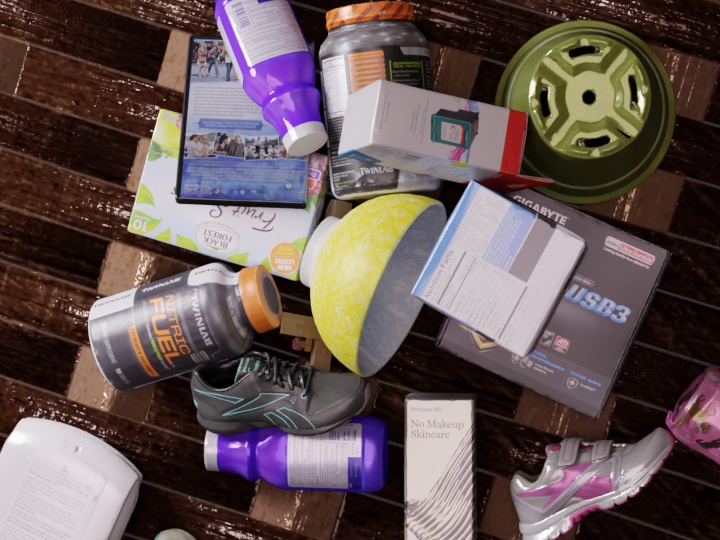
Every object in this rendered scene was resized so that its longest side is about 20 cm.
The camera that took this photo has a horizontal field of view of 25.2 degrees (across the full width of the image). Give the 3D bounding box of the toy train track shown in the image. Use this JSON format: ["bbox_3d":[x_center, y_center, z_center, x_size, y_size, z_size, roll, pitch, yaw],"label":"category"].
[{"bbox_3d":[-0.040,0.023,1.778,0.114,0.032,0.202,11,84,-32],"label":"toy train track"}]

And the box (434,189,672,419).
[{"bbox_3d":[0.208,0.031,1.750,0.199,0.050,0.200,25,95,5],"label":"box"}]

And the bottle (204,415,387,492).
[{"bbox_3d":[-0.070,0.199,1.766,0.198,0.065,0.084,0,90,7],"label":"bottle"}]

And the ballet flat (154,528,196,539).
[{"bbox_3d":[-0.161,0.370,1.789,0.200,0.062,0.068,42,95,4],"label":"ballet flat"}]

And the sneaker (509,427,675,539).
[{"bbox_3d":[0.242,0.216,1.728,0.199,0.081,0.089,-31,85,10],"label":"sneaker"}]

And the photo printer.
[{"bbox_3d":[-0.346,0.275,1.805,0.165,0.069,0.201,24,93,6],"label":"photo printer"}]

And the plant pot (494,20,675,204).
[{"bbox_3d":[0.236,-0.171,1.672,0.198,0.190,0.202,0,92,6],"label":"plant pot"}]

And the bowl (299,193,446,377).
[{"bbox_3d":[0.000,0.000,1.707,0.107,0.200,0.202,24,93,17],"label":"bowl"}]

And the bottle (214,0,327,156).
[{"bbox_3d":[-0.091,-0.219,1.730,0.083,0.065,0.201,-18,69,-15],"label":"bottle"}]

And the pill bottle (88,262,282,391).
[{"bbox_3d":[-0.187,0.055,1.754,0.198,0.106,0.107,-18,89,14],"label":"pill bottle"}]

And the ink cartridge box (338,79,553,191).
[{"bbox_3d":[0.090,-0.132,1.626,0.198,0.116,0.068,11,85,-17],"label":"ink cartridge box"}]

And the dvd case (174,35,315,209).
[{"bbox_3d":[-0.124,-0.163,1.754,0.141,0.018,0.202,2,69,1],"label":"dvd case"}]

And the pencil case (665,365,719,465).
[{"bbox_3d":[0.422,0.188,1.711,0.199,0.087,0.083,36,127,5],"label":"pencil case"}]

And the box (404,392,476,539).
[{"bbox_3d":[0.088,0.236,1.755,0.081,0.068,0.202,-1,91,6],"label":"box"}]

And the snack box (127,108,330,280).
[{"bbox_3d":[-0.142,-0.083,1.784,0.198,0.053,0.144,16,93,6],"label":"snack box"}]

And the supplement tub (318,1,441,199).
[{"bbox_3d":[0.019,-0.181,1.730,0.121,0.123,0.202,-5,90,7],"label":"supplement tub"}]

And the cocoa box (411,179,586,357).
[{"bbox_3d":[0.145,-0.001,1.632,0.130,0.200,0.134,29,93,8],"label":"cocoa box"}]

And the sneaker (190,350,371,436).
[{"bbox_3d":[-0.089,0.129,1.713,0.198,0.076,0.080,-7,127,13],"label":"sneaker"}]
